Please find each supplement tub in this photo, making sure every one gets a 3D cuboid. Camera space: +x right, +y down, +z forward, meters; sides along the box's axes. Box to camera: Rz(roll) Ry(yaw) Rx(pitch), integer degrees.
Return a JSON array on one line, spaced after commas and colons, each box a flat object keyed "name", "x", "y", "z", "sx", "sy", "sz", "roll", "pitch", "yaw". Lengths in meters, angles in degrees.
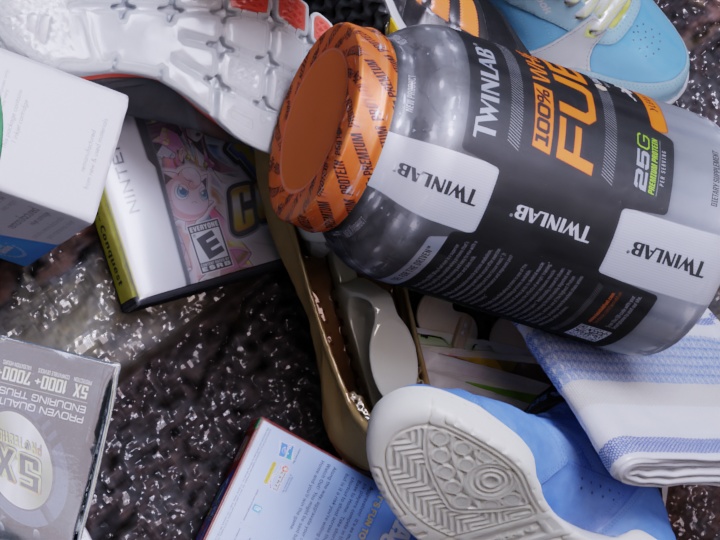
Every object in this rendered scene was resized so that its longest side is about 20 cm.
[{"name": "supplement tub", "x": 0.066, "y": -0.041, "z": 1.283, "sx": 0.200, "sy": 0.123, "sz": 0.123, "roll": 17, "pitch": 72, "yaw": -23}]

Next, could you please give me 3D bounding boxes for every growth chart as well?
[{"name": "growth chart", "x": 0.078, "y": 0.096, "z": 1.414, "sx": 0.200, "sy": 0.018, "sz": 0.145, "roll": 23, "pitch": 70, "yaw": -18}]

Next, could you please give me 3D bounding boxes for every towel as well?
[{"name": "towel", "x": 0.131, "y": 0.034, "z": 1.374, "sx": 0.147, "sy": 0.024, "sz": 0.200, "roll": 3, "pitch": 40, "yaw": -40}]

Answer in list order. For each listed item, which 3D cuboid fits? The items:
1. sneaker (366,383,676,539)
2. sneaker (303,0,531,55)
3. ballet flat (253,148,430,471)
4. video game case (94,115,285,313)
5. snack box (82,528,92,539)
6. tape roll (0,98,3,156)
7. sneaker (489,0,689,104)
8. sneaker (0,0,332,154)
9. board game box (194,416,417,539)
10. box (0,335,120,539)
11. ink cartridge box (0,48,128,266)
[{"name": "sneaker", "x": 0.078, "y": 0.089, "z": 1.339, "sx": 0.200, "sy": 0.077, "sz": 0.111, "roll": 33, "pitch": 34, "yaw": -28}, {"name": "sneaker", "x": 0.024, "y": -0.125, "z": 1.395, "sx": 0.200, "sy": 0.070, "sz": 0.090, "roll": 46, "pitch": 36, "yaw": -1}, {"name": "ballet flat", "x": 0.000, "y": 0.000, "z": 1.349, "sx": 0.069, "sy": 0.063, "sz": 0.200, "roll": -16, "pitch": 91, "yaw": -21}, {"name": "video game case", "x": -0.055, "y": -0.090, "z": 1.391, "sx": 0.200, "sy": 0.025, "sz": 0.181, "roll": -16, "pitch": 85, "yaw": -26}, {"name": "snack box", "x": -0.190, "y": 0.084, "z": 1.294, "sx": 0.072, "sy": 0.024, "sz": 0.200, "roll": -28, "pitch": 90, "yaw": -24}, {"name": "tape roll", "x": -0.248, "y": -0.057, "z": 1.120, "sx": 0.200, "sy": 0.048, "sz": 0.201, "roll": 10, "pitch": 51, "yaw": -12}, {"name": "sneaker", "x": 0.111, "y": -0.159, "z": 1.421, "sx": 0.200, "sy": 0.131, "sz": 0.080, "roll": 35, "pitch": 66, "yaw": -14}, {"name": "sneaker", "x": -0.091, "y": -0.104, "z": 1.317, "sx": 0.200, "sy": 0.082, "sz": 0.077, "roll": 20, "pitch": 77, "yaw": -20}, {"name": "board game box", "x": -0.048, "y": 0.183, "z": 1.330, "sx": 0.103, "sy": 0.019, "sz": 0.200, "roll": 29, "pitch": 73, "yaw": -13}, {"name": "box", "x": -0.216, "y": 0.062, "z": 1.189, "sx": 0.200, "sy": 0.164, "sz": 0.086, "roll": 15, "pitch": 81, "yaw": -10}, {"name": "ink cartridge box", "x": -0.222, "y": -0.072, "z": 1.265, "sx": 0.200, "sy": 0.116, "sz": 0.067, "roll": 20, "pitch": 73, "yaw": -18}]
